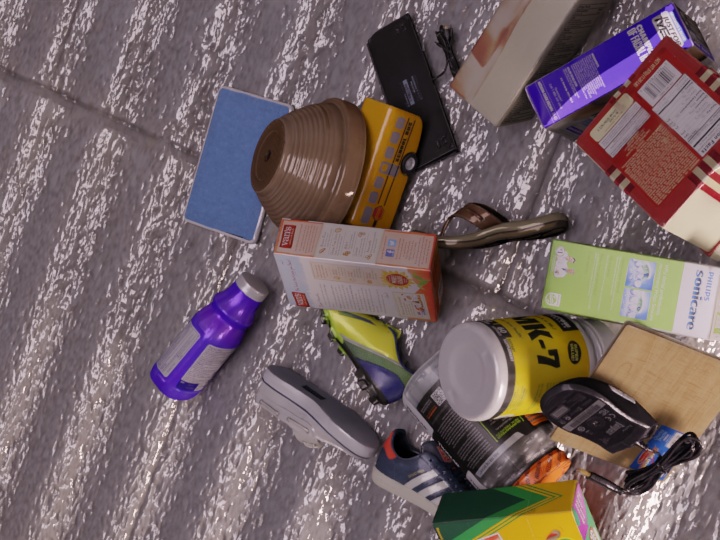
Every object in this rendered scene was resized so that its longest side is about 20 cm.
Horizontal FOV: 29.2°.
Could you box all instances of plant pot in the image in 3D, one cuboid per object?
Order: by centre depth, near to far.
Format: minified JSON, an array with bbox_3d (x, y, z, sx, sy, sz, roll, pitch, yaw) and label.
[{"bbox_3d":[-0.081,-0.135,1.788,0.201,0.092,0.202,-40,42,49],"label":"plant pot"}]

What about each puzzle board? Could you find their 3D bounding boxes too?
[{"bbox_3d":[0.326,0.151,1.579,0.150,0.017,0.200,21,129,-6],"label":"puzzle board"}]

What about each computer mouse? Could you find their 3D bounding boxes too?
[{"bbox_3d":[0.277,0.185,1.582,0.199,0.046,0.141,25,133,-15],"label":"computer mouse"}]

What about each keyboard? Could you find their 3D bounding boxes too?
[{"bbox_3d":[0.087,-0.243,1.806,0.127,0.021,0.201,-25,77,30],"label":"keyboard"}]

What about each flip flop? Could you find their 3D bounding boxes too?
[{"bbox_3d":[0.159,-0.059,1.723,0.199,0.081,0.058,-9,87,22],"label":"flip flop"}]

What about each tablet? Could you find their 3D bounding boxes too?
[{"bbox_3d":[-0.171,-0.149,1.935,0.130,0.014,0.201,19,95,27],"label":"tablet"}]

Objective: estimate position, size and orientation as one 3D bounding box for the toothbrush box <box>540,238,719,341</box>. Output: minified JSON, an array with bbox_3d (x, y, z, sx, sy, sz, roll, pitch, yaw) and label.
[{"bbox_3d":[0.329,0.024,1.595,0.199,0.145,0.087,9,90,26],"label":"toothbrush box"}]

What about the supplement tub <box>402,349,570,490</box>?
[{"bbox_3d":[0.155,0.191,1.687,0.123,0.122,0.200,-48,68,16],"label":"supplement tub"}]

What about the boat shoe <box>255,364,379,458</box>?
[{"bbox_3d":[-0.059,0.201,1.831,0.200,0.073,0.066,35,107,35],"label":"boat shoe"}]

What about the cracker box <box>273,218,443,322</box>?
[{"bbox_3d":[0.000,0.000,1.740,0.199,0.134,0.058,6,61,10],"label":"cracker box"}]

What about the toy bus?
[{"bbox_3d":[0.015,-0.116,1.794,0.065,0.078,0.201,26,99,42],"label":"toy bus"}]

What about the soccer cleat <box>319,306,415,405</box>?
[{"bbox_3d":[0.007,0.084,1.814,0.083,0.065,0.201,-29,67,-8],"label":"soccer cleat"}]

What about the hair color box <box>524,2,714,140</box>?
[{"bbox_3d":[0.309,-0.232,1.642,0.200,0.109,0.065,-30,74,23],"label":"hair color box"}]

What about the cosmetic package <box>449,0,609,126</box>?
[{"bbox_3d":[0.208,-0.282,1.674,0.087,0.103,0.200,44,119,19],"label":"cosmetic package"}]

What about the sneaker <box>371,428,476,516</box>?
[{"bbox_3d":[0.107,0.260,1.733,0.199,0.075,0.085,21,101,27],"label":"sneaker"}]

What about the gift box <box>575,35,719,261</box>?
[{"bbox_3d":[0.378,-0.147,1.561,0.185,0.186,0.200,-46,55,18],"label":"gift box"}]

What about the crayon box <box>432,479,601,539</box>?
[{"bbox_3d":[0.201,0.346,1.630,0.172,0.058,0.201,-10,121,27],"label":"crayon box"}]

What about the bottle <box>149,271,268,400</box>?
[{"bbox_3d":[-0.204,0.089,1.897,0.065,0.083,0.200,47,108,22],"label":"bottle"}]

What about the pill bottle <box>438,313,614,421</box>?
[{"bbox_3d":[0.200,0.110,1.615,0.114,0.199,0.115,7,99,54],"label":"pill bottle"}]
